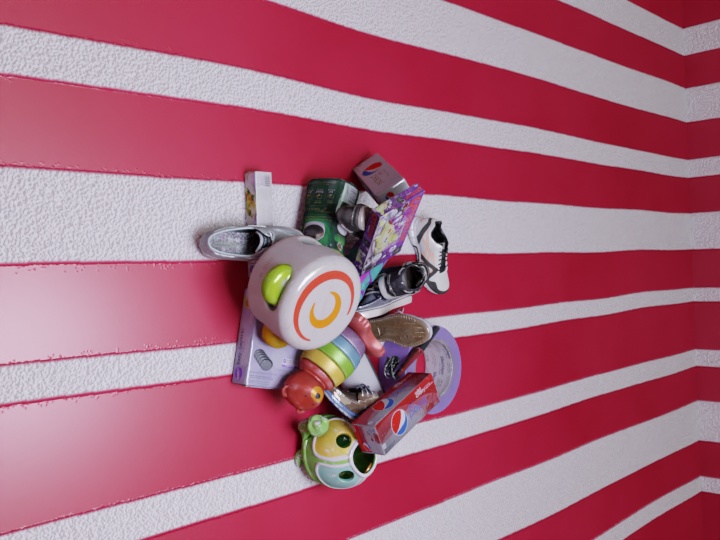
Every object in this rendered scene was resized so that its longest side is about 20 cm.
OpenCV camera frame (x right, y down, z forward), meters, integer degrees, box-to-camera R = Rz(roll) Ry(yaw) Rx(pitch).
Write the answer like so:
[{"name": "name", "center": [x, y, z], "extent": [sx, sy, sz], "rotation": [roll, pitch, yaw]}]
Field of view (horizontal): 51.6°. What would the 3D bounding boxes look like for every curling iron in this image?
[{"name": "curling iron", "center": [0.117, 0.172, 1.611], "extent": [0.200, 0.025, 0.050], "rotation": [-33, 114, -41]}]

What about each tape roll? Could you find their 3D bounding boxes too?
[{"name": "tape roll", "center": [0.138, 0.224, 1.708], "extent": [0.199, 0.085, 0.201], "rotation": [3, 86, -46]}]

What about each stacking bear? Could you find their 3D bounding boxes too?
[{"name": "stacking bear", "center": [-0.067, 0.180, 1.419], "extent": [0.200, 0.113, 0.122], "rotation": [-48, 131, -23]}]

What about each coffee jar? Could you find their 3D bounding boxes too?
[{"name": "coffee jar", "center": [-0.071, -0.080, 1.493], "extent": [0.085, 0.104, 0.201], "rotation": [32, 66, -57]}]

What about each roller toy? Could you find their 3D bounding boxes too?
[{"name": "roller toy", "center": [-0.104, 0.038, 1.344], "extent": [0.182, 0.140, 0.201], "rotation": [-32, 132, -27]}]

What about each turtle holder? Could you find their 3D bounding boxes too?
[{"name": "turtle holder", "center": [-0.044, 0.347, 1.486], "extent": [0.141, 0.131, 0.186], "rotation": [-28, 108, -41]}]

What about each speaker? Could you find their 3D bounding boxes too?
[{"name": "speaker", "center": [-0.004, 0.228, 1.567], "extent": [0.081, 0.081, 0.201], "rotation": [-42, 116, -38]}]

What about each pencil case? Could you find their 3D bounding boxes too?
[{"name": "pencil case", "center": [0.000, 0.000, 1.571], "extent": [0.085, 0.092, 0.200], "rotation": [49, 54, -21]}]

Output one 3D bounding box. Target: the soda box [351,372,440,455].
[{"name": "soda box", "center": [0.073, 0.279, 1.474], "extent": [0.200, 0.063, 0.070], "rotation": [-34, 111, -44]}]

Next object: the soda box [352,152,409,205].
[{"name": "soda box", "center": [0.049, -0.179, 1.555], "extent": [0.068, 0.200, 0.064], "rotation": [-33, 118, 0]}]

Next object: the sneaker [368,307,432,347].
[{"name": "sneaker", "center": [0.094, 0.118, 1.586], "extent": [0.112, 0.199, 0.072], "rotation": [-13, 96, -46]}]

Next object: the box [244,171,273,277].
[{"name": "box", "center": [-0.192, -0.088, 1.418], "extent": [0.041, 0.039, 0.201], "rotation": [-3, 91, -42]}]

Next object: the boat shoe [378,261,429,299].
[{"name": "boat shoe", "center": [0.111, 0.015, 1.625], "extent": [0.200, 0.060, 0.074], "rotation": [-13, 84, -58]}]

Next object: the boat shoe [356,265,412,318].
[{"name": "boat shoe", "center": [0.033, 0.047, 1.626], "extent": [0.200, 0.074, 0.093], "rotation": [-18, 95, -52]}]

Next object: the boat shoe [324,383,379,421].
[{"name": "boat shoe", "center": [0.002, 0.268, 1.505], "extent": [0.200, 0.072, 0.072], "rotation": [40, 86, -32]}]

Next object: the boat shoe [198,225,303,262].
[{"name": "boat shoe", "center": [-0.189, -0.047, 1.353], "extent": [0.200, 0.071, 0.070], "rotation": [-2, 90, -23]}]

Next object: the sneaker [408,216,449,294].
[{"name": "sneaker", "center": [0.175, -0.033, 1.760], "extent": [0.074, 0.080, 0.201], "rotation": [-38, 116, -41]}]

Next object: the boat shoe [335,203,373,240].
[{"name": "boat shoe", "center": [0.006, -0.095, 1.485], "extent": [0.200, 0.057, 0.067], "rotation": [29, 73, -71]}]

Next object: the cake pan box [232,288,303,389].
[{"name": "cake pan box", "center": [-0.146, 0.139, 1.449], "extent": [0.199, 0.052, 0.185], "rotation": [13, 81, -44]}]

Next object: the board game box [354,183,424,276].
[{"name": "board game box", "center": [0.052, -0.076, 1.460], "extent": [0.032, 0.200, 0.120], "rotation": [43, 58, 17]}]
